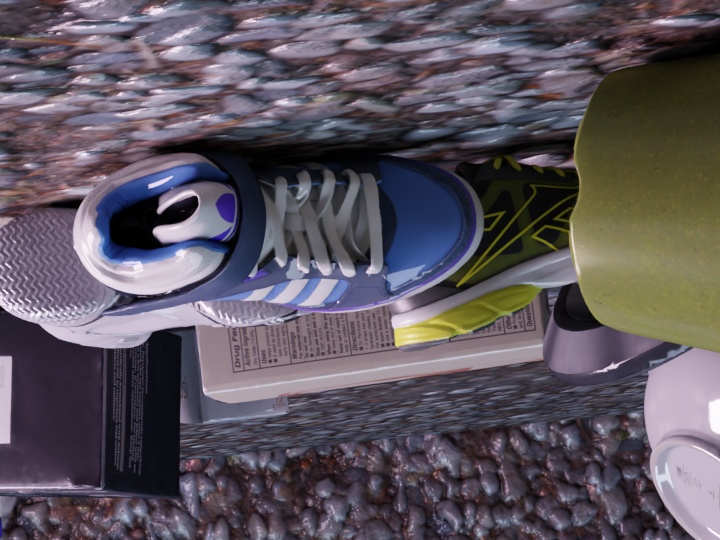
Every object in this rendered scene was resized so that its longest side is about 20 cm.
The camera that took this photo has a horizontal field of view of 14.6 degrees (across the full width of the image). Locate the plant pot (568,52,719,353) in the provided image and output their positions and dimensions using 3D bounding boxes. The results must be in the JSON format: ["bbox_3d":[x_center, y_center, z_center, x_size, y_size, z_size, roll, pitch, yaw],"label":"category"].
[{"bbox_3d":[0.201,-0.031,1.270,0.190,0.200,0.200,4,178,26],"label":"plant pot"}]

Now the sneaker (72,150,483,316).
[{"bbox_3d":[-0.043,-0.020,1.398,0.200,0.081,0.146,-3,177,7],"label":"sneaker"}]

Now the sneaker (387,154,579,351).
[{"bbox_3d":[0.095,-0.031,1.501,0.200,0.085,0.074,-28,-176,-15],"label":"sneaker"}]

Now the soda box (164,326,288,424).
[{"bbox_3d":[-0.108,0.073,2.022,0.064,0.068,0.200,-6,180,-17],"label":"soda box"}]

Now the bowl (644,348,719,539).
[{"bbox_3d":[0.239,0.113,1.694,0.090,0.201,0.201,-40,-171,-27],"label":"bowl"}]

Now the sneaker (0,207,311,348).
[{"bbox_3d":[-0.101,0.000,1.538,0.200,0.075,0.115,-2,173,-3],"label":"sneaker"}]

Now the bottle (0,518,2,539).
[{"bbox_3d":[-0.278,0.246,1.830,0.084,0.200,0.065,6,173,-32],"label":"bottle"}]

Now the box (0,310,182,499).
[{"bbox_3d":[-0.234,0.090,1.836,0.197,0.117,0.200,0,173,10],"label":"box"}]

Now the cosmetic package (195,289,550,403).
[{"bbox_3d":[0.007,0.014,1.632,0.200,0.103,0.087,-7,172,6],"label":"cosmetic package"}]

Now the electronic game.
[{"bbox_3d":[0.182,-0.007,1.527,0.200,0.042,0.200,-36,-165,11],"label":"electronic game"}]
